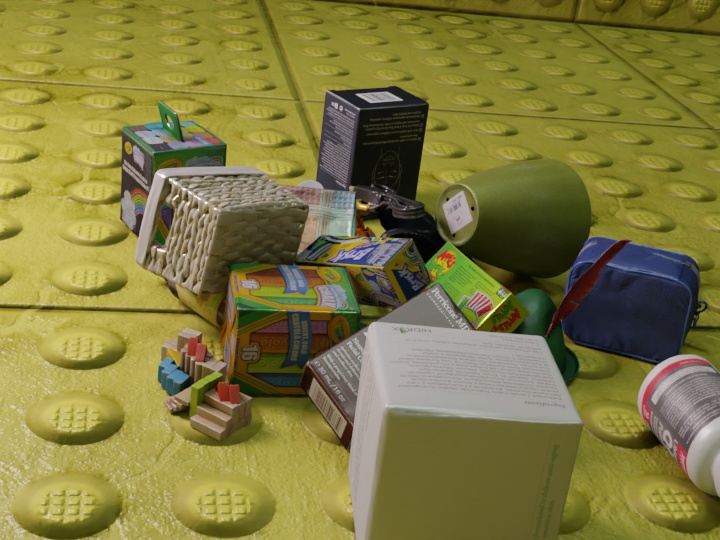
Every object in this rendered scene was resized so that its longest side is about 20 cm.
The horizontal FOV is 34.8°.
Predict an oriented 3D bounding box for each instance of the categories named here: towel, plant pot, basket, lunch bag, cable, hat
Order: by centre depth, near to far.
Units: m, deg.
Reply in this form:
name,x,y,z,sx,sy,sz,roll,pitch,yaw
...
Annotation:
name,x,y,z,sx,sy,sz,roll,pitch,yaw
basket,-0.177,-0.053,1.517,0.123,0.137,0.199,28,21,30
hat,0.231,0.040,1.538,0.165,0.177,0.200,22,29,29
lunch bag,0.395,0.036,1.645,0.198,0.137,0.132,15,26,14
towel,-0.079,-0.033,1.652,0.145,0.022,0.202,6,63,-4
plant pot,0.214,-0.082,1.743,0.199,0.189,0.187,0,24,-39
cable,0.043,-0.096,1.754,0.097,0.051,0.199,-8,20,-37

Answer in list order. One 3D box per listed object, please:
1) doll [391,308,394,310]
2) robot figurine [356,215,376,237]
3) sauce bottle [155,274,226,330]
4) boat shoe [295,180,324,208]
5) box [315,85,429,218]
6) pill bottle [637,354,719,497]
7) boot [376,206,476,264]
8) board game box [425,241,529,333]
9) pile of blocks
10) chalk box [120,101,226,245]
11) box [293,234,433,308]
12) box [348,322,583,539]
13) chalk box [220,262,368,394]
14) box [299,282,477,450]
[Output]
name,x,y,z,sx,sy,sz,roll,pitch,yaw
doll,0.069,0.116,1.447,0.136,0.048,0.201,39,32,-20
robot figurine,-0.030,-0.027,1.743,0.144,0.059,0.200,0,26,-11
sauce bottle,-0.222,0.023,1.577,0.064,0.065,0.199,-17,34,-43
boat shoe,-0.118,-0.048,1.711,0.072,0.062,0.200,33,67,33
box,0.018,-0.201,1.957,0.147,0.202,0.107,-9,29,-34
pill bottle,0.416,0.193,1.350,0.110,0.112,0.200,1,26,-15
boot,0.075,-0.051,1.770,0.197,0.074,0.163,15,23,-37
board game box,0.139,0.043,1.573,0.048,0.102,0.200,45,1,-30
pile of blocks,-0.199,0.123,1.375,0.082,0.063,0.200,-9,30,-32
chalk box,-0.286,-0.154,1.752,0.123,0.202,0.125,-10,30,-33
box,0.000,0.000,1.525,0.064,0.070,0.199,-41,27,-28
box,0.097,0.183,1.171,0.198,0.201,0.172,5,26,-7
chalk box,-0.068,0.074,1.444,0.198,0.125,0.125,1,26,-14
box,0.039,0.111,1.347,0.199,0.075,0.100,-31,70,-25
